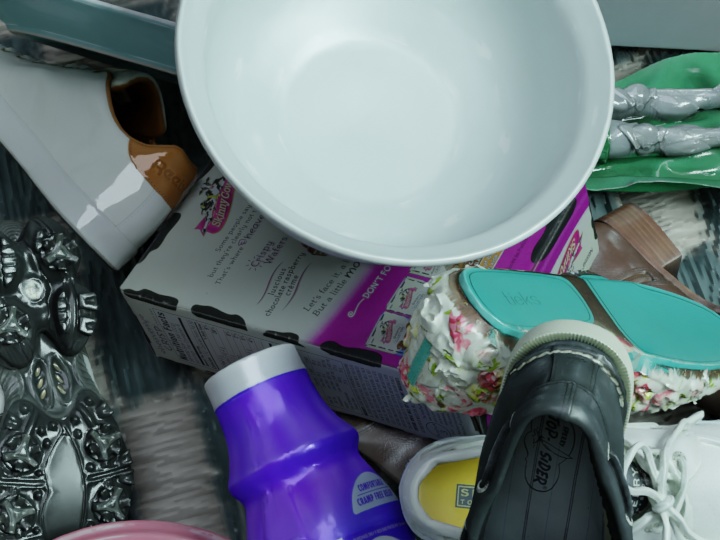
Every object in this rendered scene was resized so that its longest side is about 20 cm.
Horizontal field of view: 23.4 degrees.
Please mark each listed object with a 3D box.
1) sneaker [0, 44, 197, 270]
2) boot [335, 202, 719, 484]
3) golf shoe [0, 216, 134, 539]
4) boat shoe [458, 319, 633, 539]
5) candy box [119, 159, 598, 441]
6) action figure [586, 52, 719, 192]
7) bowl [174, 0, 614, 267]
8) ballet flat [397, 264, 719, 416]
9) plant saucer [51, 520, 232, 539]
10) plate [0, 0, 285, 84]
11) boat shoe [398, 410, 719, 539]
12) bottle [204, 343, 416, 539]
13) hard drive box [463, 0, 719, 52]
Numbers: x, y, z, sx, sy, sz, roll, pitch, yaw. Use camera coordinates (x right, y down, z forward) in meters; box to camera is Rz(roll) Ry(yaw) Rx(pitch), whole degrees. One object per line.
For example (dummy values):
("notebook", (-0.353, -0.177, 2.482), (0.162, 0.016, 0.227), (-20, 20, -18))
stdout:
("sneaker", (-0.152, -0.084, 0.936), (0.085, 0.073, 0.200), (-44, 54, -3))
("boot", (0.098, 0.073, 0.859), (0.200, 0.064, 0.186), (-28, 51, -14))
("golf shoe", (-0.167, 0.076, 0.879), (0.078, 0.094, 0.201), (-1, 84, -30))
("boat shoe", (0.073, 0.122, 0.694), (0.074, 0.200, 0.066), (12, 25, 5))
("candy box", (0.000, 0.000, 0.870), (0.200, 0.061, 0.137), (15, 56, 28))
("action figure", (0.111, -0.075, 0.934), (0.199, 0.055, 0.118), (-7, 43, 3))
("bowl", (0.010, -0.084, 0.812), (0.200, 0.090, 0.202), (3, 72, -10))
("ballet flat", (0.091, 0.037, 0.775), (0.200, 0.064, 0.076), (10, 38, -41))
("plant saucer", (-0.101, 0.211, 0.787), (0.200, 0.051, 0.201), (1, 73, -5))
("plate", (-0.116, -0.118, 0.913), (0.200, 0.200, 0.026), (16, 93, 12))
("boat shoe", (0.117, 0.095, 0.750), (0.201, 0.086, 0.075), (3, 84, 3))
("bottle", (-0.009, 0.132, 0.789), (0.065, 0.083, 0.200), (-30, 77, 21))
("hard drive box", (0.122, -0.204, 0.932), (0.200, 0.077, 0.156), (-2, 62, -36))
